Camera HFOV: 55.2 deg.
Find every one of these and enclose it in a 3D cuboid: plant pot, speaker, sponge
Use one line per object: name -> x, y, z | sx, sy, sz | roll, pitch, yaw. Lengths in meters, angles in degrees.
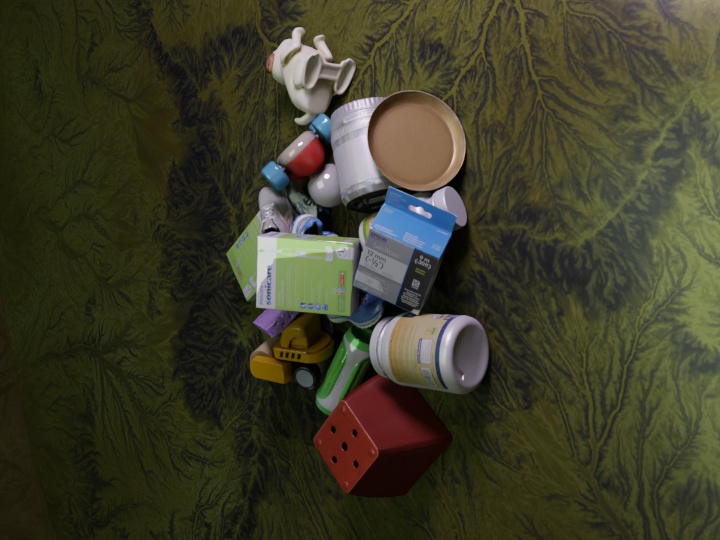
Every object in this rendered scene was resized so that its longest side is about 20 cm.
plant pot -> 0.105, -0.246, 1.322 | 0.027, 0.198, 0.202 | 143, 118, -72
speaker -> -0.029, 0.222, 1.510 | 0.088, 0.088, 0.201 | 42, 118, 34
plant pot -> 0.025, 0.340, 1.399 | 0.200, 0.175, 0.201 | 52, 123, 30
sponge -> -0.189, 0.098, 1.595 | 0.112, 0.030, 0.200 | -46, 14, -11

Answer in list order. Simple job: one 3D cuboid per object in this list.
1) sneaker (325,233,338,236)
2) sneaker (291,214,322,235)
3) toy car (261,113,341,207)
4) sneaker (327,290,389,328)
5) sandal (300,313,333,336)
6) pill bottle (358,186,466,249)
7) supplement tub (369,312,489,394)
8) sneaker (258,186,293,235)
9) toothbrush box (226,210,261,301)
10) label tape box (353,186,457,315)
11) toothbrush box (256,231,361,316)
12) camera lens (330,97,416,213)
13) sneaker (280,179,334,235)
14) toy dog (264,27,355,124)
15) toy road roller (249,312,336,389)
sneaker -> -0.084, 0.007, 1.572 | 0.080, 0.070, 0.201 | 49, 129, 33
sneaker -> -0.115, -0.020, 1.467 | 0.085, 0.076, 0.202 | 3, 92, 63
toy car -> -0.089, -0.208, 1.534 | 0.184, 0.177, 0.200 | -43, 100, -2
sneaker -> -0.022, 0.067, 1.462 | 0.199, 0.089, 0.079 | -3, 47, 46
sandal -> -0.146, 0.138, 1.642 | 0.201, 0.050, 0.083 | 6, 95, 43
pill bottle -> 0.104, -0.087, 1.353 | 0.199, 0.111, 0.112 | -23, 75, 33
supplement tub -> 0.129, 0.154, 1.318 | 0.199, 0.144, 0.146 | 0, 91, 43
sneaker -> -0.192, -0.107, 1.538 | 0.075, 0.092, 0.202 | -24, 68, 12
toothbrush box -> -0.223, -0.042, 1.678 | 0.200, 0.086, 0.146 | -47, 61, 34
label tape box -> 0.080, -0.035, 1.285 | 0.142, 0.066, 0.201 | 25, 126, 11
toothbrush box -> -0.103, 0.005, 1.383 | 0.198, 0.086, 0.147 | 4, 100, 10
camera lens -> 0.026, -0.227, 1.397 | 0.159, 0.159, 0.202 | -18, 79, 42
sneaker -> -0.115, -0.139, 1.603 | 0.085, 0.077, 0.201 | -33, 76, 28
toy dog -> -0.129, -0.452, 1.573 | 0.200, 0.139, 0.195 | 45, 134, 37
toy road roller -> -0.152, 0.167, 1.554 | 0.198, 0.123, 0.148 | 5, 114, 24
